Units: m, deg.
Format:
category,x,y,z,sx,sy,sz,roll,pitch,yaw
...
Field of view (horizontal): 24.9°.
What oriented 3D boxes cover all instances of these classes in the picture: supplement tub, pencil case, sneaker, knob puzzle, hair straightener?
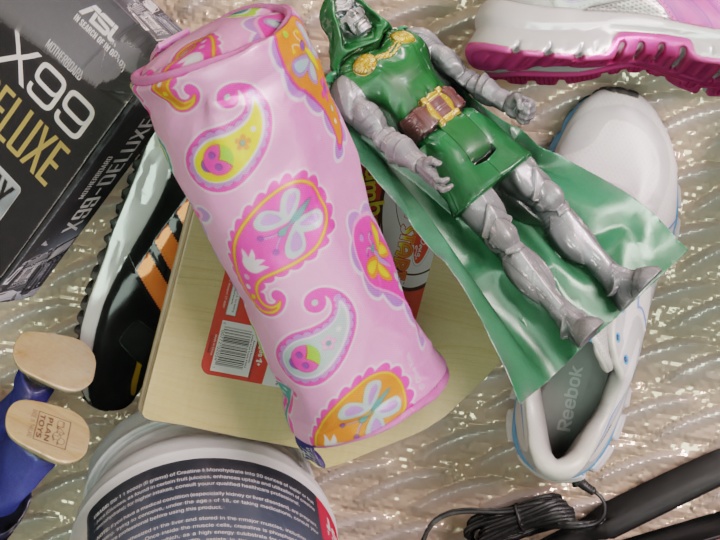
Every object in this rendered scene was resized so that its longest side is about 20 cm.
category,x,y,z,sx,sy,sz,roll,pitch,yaw
supplement tub,-0.074,0.172,0.800,0.139,0.201,0.141,-4,127,-6
pencil case,-0.031,-0.017,0.737,0.087,0.088,0.201,-18,112,12
sneaker,-0.081,-0.007,0.836,0.089,0.070,0.202,22,105,4
knob puzzle,0.000,0.000,0.817,0.217,0.030,0.222,-5,103,-24
sneaker,0.150,-0.134,0.766,0.198,0.081,0.089,3,85,-7
hair straightener,0.110,0.131,0.871,0.198,0.041,0.078,-19,102,16
sneaker,0.116,0.010,0.796,0.074,0.087,0.202,8,92,7

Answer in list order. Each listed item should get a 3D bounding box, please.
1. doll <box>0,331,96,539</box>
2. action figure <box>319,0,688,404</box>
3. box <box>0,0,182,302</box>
category,x,y,z,sx,sy,sz,roll,pitch,yaw
doll,-0.194,0.118,0.855,0.048,0.138,0.200,15,141,-21
action figure,0.048,-0.052,0.750,0.118,0.055,0.200,-38,79,-28
box,-0.194,-0.109,0.805,0.200,0.050,0.158,45,107,14
